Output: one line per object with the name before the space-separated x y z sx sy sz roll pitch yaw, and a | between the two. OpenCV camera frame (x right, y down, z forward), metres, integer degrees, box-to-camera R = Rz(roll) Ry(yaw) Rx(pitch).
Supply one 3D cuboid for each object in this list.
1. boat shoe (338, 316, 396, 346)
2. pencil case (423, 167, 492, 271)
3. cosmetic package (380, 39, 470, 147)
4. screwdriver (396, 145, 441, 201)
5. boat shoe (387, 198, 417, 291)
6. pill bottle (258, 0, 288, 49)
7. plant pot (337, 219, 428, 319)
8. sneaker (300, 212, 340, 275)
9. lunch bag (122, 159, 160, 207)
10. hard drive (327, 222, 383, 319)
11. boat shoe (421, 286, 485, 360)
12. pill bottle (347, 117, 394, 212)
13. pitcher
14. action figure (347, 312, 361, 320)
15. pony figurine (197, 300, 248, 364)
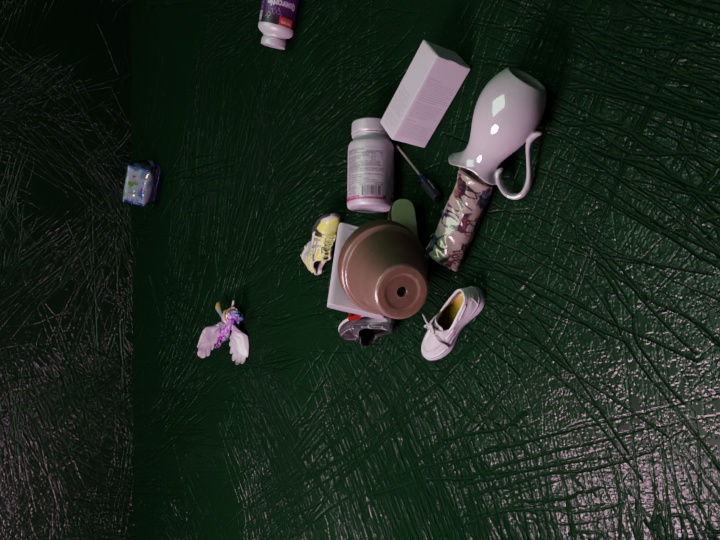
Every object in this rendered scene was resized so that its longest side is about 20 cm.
boat shoe | 0.015 0.144 1.548 0.197 0.074 0.068 -23 56 41
pencil case | 0.196 -0.105 1.321 0.089 0.077 0.204 32 114 27
cosmetic package | 0.136 -0.376 1.414 0.202 0.100 0.072 -58 44 31
screwdriver | 0.129 -0.225 1.471 0.029 0.028 0.202 -34 53 11
boat shoe | 0.097 -0.058 1.472 0.063 0.072 0.207 -95 3 -83
pill bottle | -0.244 -0.778 1.973 0.112 0.111 0.205 24 106 52
plant pot | 0.061 0.017 1.349 0.175 0.196 0.205 -124 48 -67
sneaker | -0.092 -0.071 1.731 0.077 0.074 0.202 59 142 29
lunch bag | -0.966 -0.393 2.920 0.201 0.125 0.174 -103 29 -71
hard drive | 0.000 0.000 1.493 0.026 0.129 0.204 130 151 -62
boat shoe | 0.166 0.110 1.333 0.203 0.085 0.076 -53 47 36
pill bottle | 0.024 -0.245 1.543 0.112 0.111 0.205 -6 81 53
pitcher | 0.276 -0.249 1.213 0.171 0.121 0.202 38 123 16
action figure | -0.020 0.046 1.580 0.201 0.051 0.066 -102 -9 -63
pony figurine | -0.441 0.193 2.129 0.199 0.163 0.198 176 105 -69
